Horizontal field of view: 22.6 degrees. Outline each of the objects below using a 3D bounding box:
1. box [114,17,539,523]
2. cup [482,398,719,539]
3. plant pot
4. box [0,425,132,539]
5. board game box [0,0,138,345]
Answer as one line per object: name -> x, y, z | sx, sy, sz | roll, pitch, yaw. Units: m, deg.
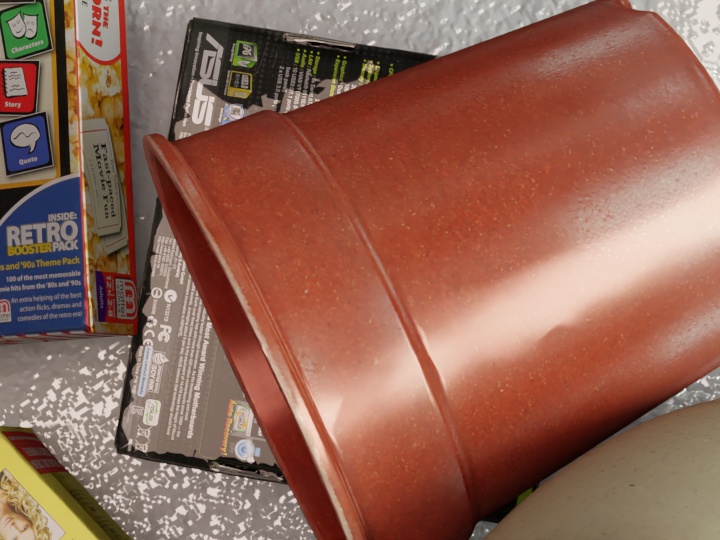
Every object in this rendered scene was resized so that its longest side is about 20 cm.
box -> 0.000, 0.000, 0.810 | 0.191, 0.048, 0.203 | 9, 86, 2
cup -> 0.132, 0.128, 0.637 | 0.198, 0.143, 0.202 | 15, 129, 19
plant pot -> 0.044, 0.000, 0.699 | 0.194, 0.201, 0.202 | -26, 84, -9
box -> -0.103, 0.157, 0.792 | 0.050, 0.075, 0.200 | -45, 83, -2
board game box -> -0.178, -0.067, 0.806 | 0.150, 0.046, 0.203 | -4, 86, 21
